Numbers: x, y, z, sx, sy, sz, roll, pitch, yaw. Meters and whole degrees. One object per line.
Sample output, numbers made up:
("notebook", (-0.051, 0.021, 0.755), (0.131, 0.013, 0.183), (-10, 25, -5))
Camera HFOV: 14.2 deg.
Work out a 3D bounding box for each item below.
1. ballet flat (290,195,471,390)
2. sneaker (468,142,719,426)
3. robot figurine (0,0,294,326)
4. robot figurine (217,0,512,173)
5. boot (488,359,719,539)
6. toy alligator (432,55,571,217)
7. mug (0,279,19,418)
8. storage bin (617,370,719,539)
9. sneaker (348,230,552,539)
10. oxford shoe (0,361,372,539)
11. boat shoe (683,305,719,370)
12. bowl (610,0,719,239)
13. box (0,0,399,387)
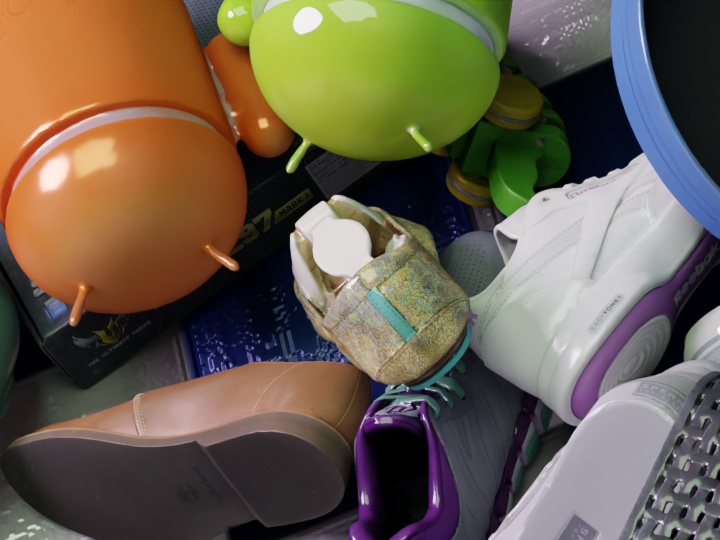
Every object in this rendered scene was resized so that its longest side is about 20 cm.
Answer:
("ballet flat", (0.000, 0.000, 1.271), (0.071, 0.071, 0.200), (-37, 15, -2))
("sneaker", (0.118, -0.025, 1.268), (0.099, 0.075, 0.200), (26, 59, 31))
("robot figurine", (-0.121, -0.063, 1.337), (0.117, 0.144, 0.200), (-49, 46, 33))
("robot figurine", (0.013, -0.139, 1.305), (0.175, 0.116, 0.201), (-8, 63, 37))
("boot", (0.092, 0.123, 1.208), (0.074, 0.096, 0.200), (43, 114, 14))
("toy alligator", (0.053, -0.091, 1.381), (0.054, 0.059, 0.200), (-2, 41, -29))
("mug", (-0.227, 0.036, 1.373), (0.152, 0.114, 0.185), (-25, 28, 52))
("storage bin", (0.152, 0.157, 1.110), (0.094, 0.135, 0.200), (16, 66, 33))
("sneaker", (0.038, 0.057, 1.263), (0.074, 0.088, 0.201), (-5, 57, 22))
("oxford shoe", (-0.076, 0.079, 1.317), (0.199, 0.071, 0.071), (-8, 37, 33))
("boat shoe", (0.229, 0.045, 1.191), (0.200, 0.070, 0.072), (-5, 53, 20))
("bowl", (0.195, -0.093, 1.239), (0.039, 0.200, 0.201), (-28, 36, 61))
("box", (-0.098, -0.060, 1.430), (0.200, 0.051, 0.158), (-34, 50, 1))
